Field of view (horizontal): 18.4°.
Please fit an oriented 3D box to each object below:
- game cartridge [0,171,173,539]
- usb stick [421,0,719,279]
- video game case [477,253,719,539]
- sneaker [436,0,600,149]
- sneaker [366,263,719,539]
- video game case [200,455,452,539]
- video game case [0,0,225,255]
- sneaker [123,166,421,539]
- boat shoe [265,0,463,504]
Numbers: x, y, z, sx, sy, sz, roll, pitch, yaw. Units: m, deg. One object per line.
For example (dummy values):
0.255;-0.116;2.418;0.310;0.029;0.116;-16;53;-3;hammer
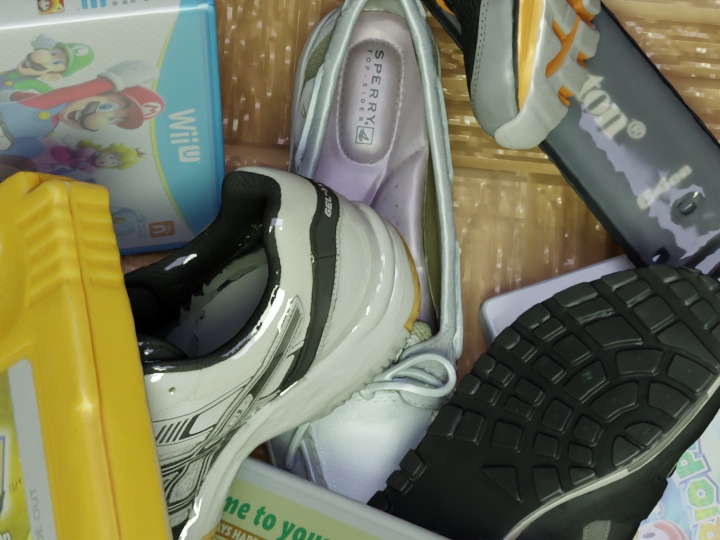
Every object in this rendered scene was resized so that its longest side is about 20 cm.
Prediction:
-0.124;0.088;0.711;0.032;0.176;0.202;3;66;-42;game cartridge
0.073;-0.079;0.821;0.055;0.033;0.201;-35;78;-13;usb stick
0.159;0.049;0.820;0.198;0.018;0.144;-18;82;-7;video game case
0.039;-0.139;0.788;0.076;0.078;0.202;-8;75;14;sneaker
0.062;0.084;0.769;0.200;0.088;0.076;-43;49;3;sneaker
-0.046;0.155;0.725;0.199;0.022;0.183;18;76;39;video game case
-0.145;-0.041;0.753;0.198;0.144;0.018;-7;59;-6;video game case
-0.074;0.044;0.733;0.200;0.088;0.076;-48;51;5;sneaker
0.002;-0.001;0.792;0.074;0.065;0.204;5;83;-3;boat shoe
